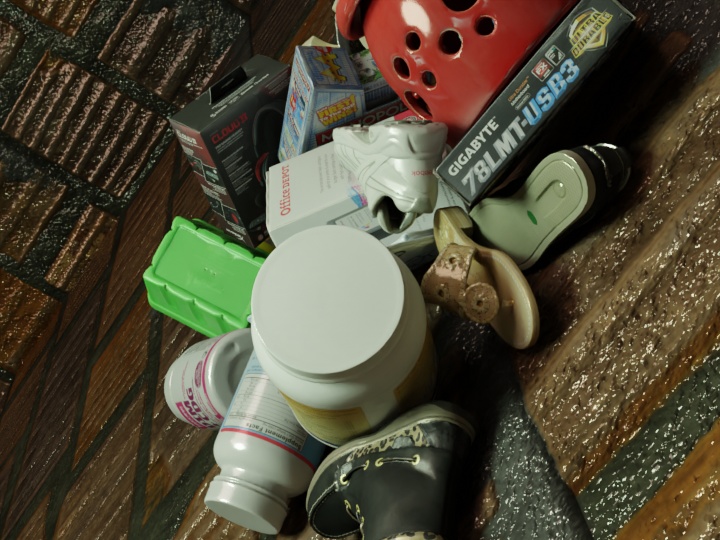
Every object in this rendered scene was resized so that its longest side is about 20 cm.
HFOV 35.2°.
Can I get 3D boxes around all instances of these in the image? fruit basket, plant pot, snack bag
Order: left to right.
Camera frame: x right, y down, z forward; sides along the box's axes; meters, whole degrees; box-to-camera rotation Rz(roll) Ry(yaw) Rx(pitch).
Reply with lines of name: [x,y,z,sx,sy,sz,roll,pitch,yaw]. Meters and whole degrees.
fruit basket: [-0.165,0.020,1.504,0.157,0.214,0.215,-62,19,-9]
snack bag: [0.000,0.000,1.124,0.188,0.198,0.022,-31,78,53]
plant pot: [0.090,-0.241,1.034,0.201,0.182,0.200,-47,-4,-4]

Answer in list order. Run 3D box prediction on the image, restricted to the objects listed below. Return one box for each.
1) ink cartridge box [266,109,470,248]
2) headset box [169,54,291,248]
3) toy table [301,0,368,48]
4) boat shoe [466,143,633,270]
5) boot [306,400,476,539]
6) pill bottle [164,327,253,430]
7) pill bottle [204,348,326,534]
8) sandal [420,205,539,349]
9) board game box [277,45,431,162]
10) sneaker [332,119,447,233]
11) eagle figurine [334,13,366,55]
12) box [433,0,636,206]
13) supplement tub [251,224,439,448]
ink cartridge box: [0.006,-0.083,1.201,0.198,0.086,0.148,-22,30,10]
headset box: [-0.133,-0.155,1.398,0.148,0.201,0.075,-40,40,-23]
toy table: [-0.008,-0.320,1.665,0.200,0.116,0.185,-37,29,46]
boat shoe: [0.156,-0.052,0.970,0.067,0.072,0.200,-27,-5,-30]
boot: [0.014,0.208,0.910,0.199,0.073,0.152,-37,28,36]
pill bottle: [-0.166,0.137,1.389,0.200,0.113,0.114,-20,42,62]
pill bottle: [-0.084,0.158,1.161,0.108,0.108,0.202,-24,40,58]
sandal: [0.081,0.009,0.967,0.212,0.069,0.078,-119,22,-59]
board game box: [-0.006,-0.191,1.290,0.200,0.198,0.062,81,167,-66]
sneaker: [0.020,-0.085,1.044,0.200,0.077,0.101,-161,70,-75]
eagle figurine: [0.011,-0.222,1.444,0.200,0.151,0.152,-51,59,39]
box: [0.157,-0.152,0.985,0.200,0.050,0.198,-50,-6,17]
supplement tub: [-0.011,0.060,0.953,0.200,0.143,0.146,71,-139,-65]
